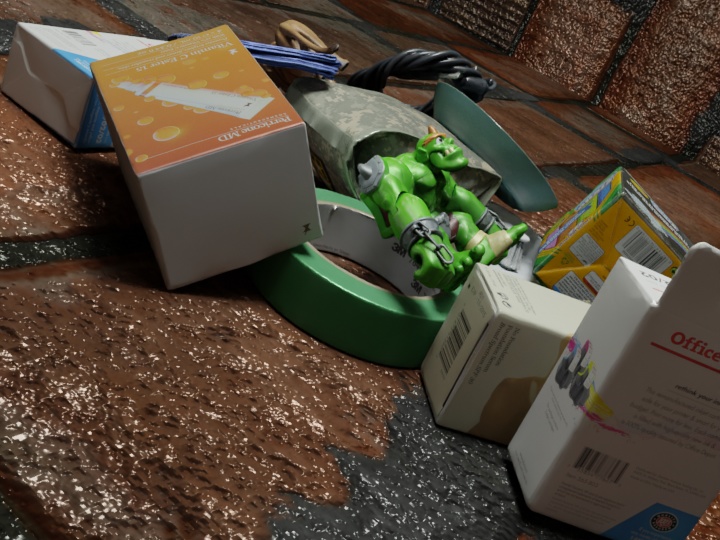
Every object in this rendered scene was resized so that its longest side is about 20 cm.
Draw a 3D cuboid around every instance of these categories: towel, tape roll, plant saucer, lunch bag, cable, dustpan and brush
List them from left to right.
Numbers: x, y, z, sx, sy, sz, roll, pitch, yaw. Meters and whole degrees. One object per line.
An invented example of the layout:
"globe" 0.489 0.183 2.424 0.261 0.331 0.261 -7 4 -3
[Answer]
"towel" -0.117 -0.229 0.912 0.142 0.024 0.200 4 13 -25
"tape roll" 0.000 0.000 0.724 0.197 0.049 0.201 22 23 -10
"lunch bag" 0.019 -0.116 0.891 0.197 0.119 0.164 19 20 -37
"cable" 0.062 -0.221 1.085 0.161 0.052 0.198 5 -10 -37
"plant saucer" 0.146 -0.133 0.999 0.200 0.036 0.200 47 3 -3
"dustpan and brush" 0.149 -0.060 0.996 0.137 0.058 0.201 12 25 -32

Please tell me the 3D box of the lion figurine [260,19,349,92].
"lion figurine" -0.078 -0.267 1.076 0.122 0.072 0.200 44 -18 4

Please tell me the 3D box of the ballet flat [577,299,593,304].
"ballet flat" 0.165 0.061 0.769 0.198 0.073 0.072 -1 34 -49

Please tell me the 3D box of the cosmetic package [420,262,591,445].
"cosmetic package" 0.156 0.082 0.647 0.196 0.107 0.071 18 25 -16

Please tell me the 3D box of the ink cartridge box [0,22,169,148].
"ink cartridge box" -0.221 -0.174 0.825 0.114 0.069 0.199 36 25 23

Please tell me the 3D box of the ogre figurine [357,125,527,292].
"ogre figurine" 0.062 -0.047 0.714 0.120 0.098 0.199 49 43 10

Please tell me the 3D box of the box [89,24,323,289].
"box" -0.124 -0.096 0.667 0.122 0.099 0.201 -19 40 -15

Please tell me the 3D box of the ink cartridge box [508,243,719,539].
"ink cartridge box" 0.195 0.074 0.555 0.113 0.203 0.068 21 22 -12

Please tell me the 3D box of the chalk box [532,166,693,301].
"chalk box" 0.274 -0.018 0.925 0.125 0.124 0.200 47 22 1
